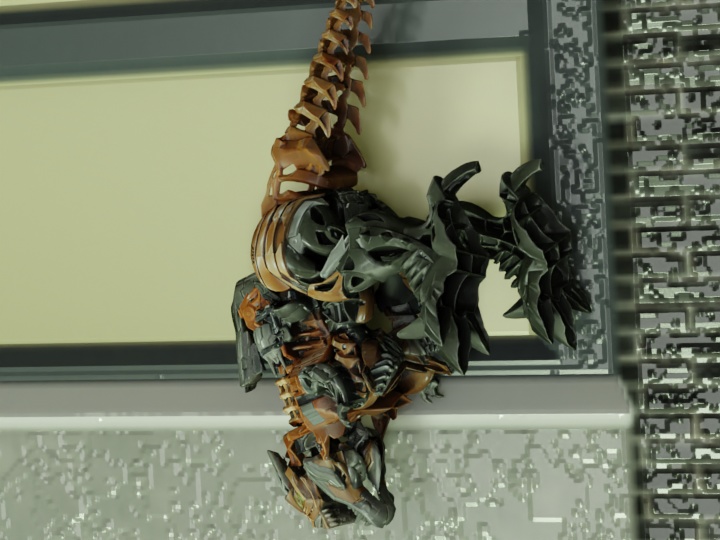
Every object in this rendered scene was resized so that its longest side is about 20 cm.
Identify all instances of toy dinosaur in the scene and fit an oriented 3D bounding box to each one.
[{"bbox_3d":[0.000,0.000,0.922,0.136,0.102,0.200,1,118,36],"label":"toy dinosaur"}]
